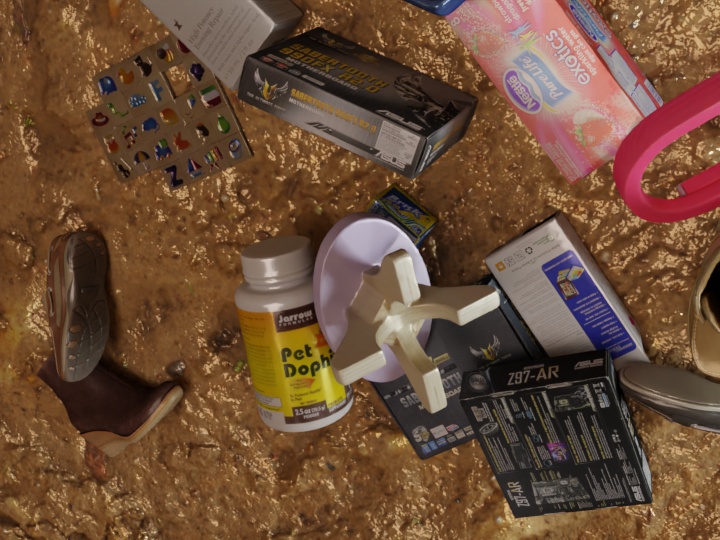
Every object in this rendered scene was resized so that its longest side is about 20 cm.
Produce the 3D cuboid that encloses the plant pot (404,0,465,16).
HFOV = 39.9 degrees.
[{"bbox_3d":[0.051,-0.347,0.844,0.200,0.200,0.180,38,169,41],"label":"plant pot"}]

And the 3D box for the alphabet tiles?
[{"bbox_3d":[-0.242,-0.181,1.200,0.200,0.008,0.167,-18,103,30],"label":"alphabet tiles"}]

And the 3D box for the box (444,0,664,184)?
[{"bbox_3d":[0.185,-0.196,0.933,0.095,0.103,0.200,-35,97,32],"label":"box"}]

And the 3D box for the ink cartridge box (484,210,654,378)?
[{"bbox_3d":[0.227,0.043,1.058,0.095,0.037,0.200,-32,93,31],"label":"ink cartridge box"}]

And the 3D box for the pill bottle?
[{"bbox_3d":[-0.075,0.068,1.091,0.109,0.109,0.200,-1,110,25],"label":"pill bottle"}]

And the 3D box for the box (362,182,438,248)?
[{"bbox_3d":[0.000,0.000,1.129,0.070,0.064,0.200,40,122,5],"label":"box"}]

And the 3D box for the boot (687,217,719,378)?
[{"bbox_3d":[0.345,0.037,0.928,0.073,0.155,0.200,16,118,18],"label":"boot"}]

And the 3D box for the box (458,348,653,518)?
[{"bbox_3d":[0.214,0.182,1.071,0.160,0.044,0.200,-13,124,23],"label":"box"}]

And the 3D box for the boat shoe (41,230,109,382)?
[{"bbox_3d":[-0.382,0.046,1.315,0.072,0.076,0.200,7,93,33],"label":"boat shoe"}]

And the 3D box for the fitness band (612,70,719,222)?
[{"bbox_3d":[0.322,-0.118,0.886,0.200,0.037,0.144,-32,140,16],"label":"fitness band"}]

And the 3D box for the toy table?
[{"bbox_3d":[0.037,0.047,1.010,0.117,0.184,0.200,40,162,56],"label":"toy table"}]

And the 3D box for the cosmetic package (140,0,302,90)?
[{"bbox_3d":[-0.170,-0.305,1.076,0.200,0.074,0.102,43,122,2],"label":"cosmetic package"}]

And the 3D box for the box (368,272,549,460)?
[{"bbox_3d":[0.112,0.112,1.131,0.200,0.051,0.158,-29,96,30],"label":"box"}]

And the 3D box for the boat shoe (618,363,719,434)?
[{"bbox_3d":[0.357,0.145,1.004,0.200,0.067,0.057,11,119,3],"label":"boat shoe"}]

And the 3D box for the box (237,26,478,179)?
[{"bbox_3d":[0.001,-0.174,1.000,0.200,0.158,0.048,27,122,13],"label":"box"}]

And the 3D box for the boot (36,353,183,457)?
[{"bbox_3d":[-0.348,0.159,1.354,0.200,0.072,0.166,-37,95,35],"label":"boot"}]
